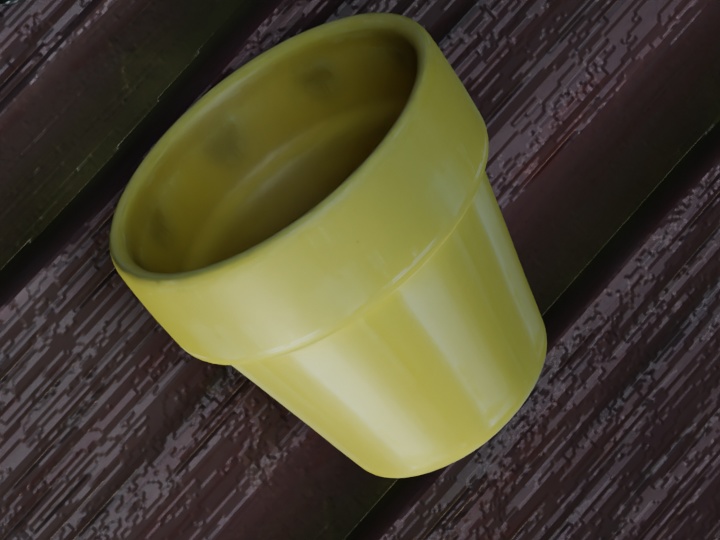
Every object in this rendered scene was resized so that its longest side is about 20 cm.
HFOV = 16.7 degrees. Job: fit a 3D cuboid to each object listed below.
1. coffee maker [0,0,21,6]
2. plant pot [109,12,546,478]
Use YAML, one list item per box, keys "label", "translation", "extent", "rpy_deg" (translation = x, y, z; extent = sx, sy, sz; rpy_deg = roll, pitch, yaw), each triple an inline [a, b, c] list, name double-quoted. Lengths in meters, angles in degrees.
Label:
- label: "coffee maker"
  translation: [-0.188, -0.254, 1.211]
  extent: [0.200, 0.192, 0.135]
  rpy_deg: [39, 47, -26]
- label: "plant pot"
  translation: [0.000, 0.000, 1.292]
  extent: [0.201, 0.201, 0.189]
  rpy_deg: [-43, 118, -11]
